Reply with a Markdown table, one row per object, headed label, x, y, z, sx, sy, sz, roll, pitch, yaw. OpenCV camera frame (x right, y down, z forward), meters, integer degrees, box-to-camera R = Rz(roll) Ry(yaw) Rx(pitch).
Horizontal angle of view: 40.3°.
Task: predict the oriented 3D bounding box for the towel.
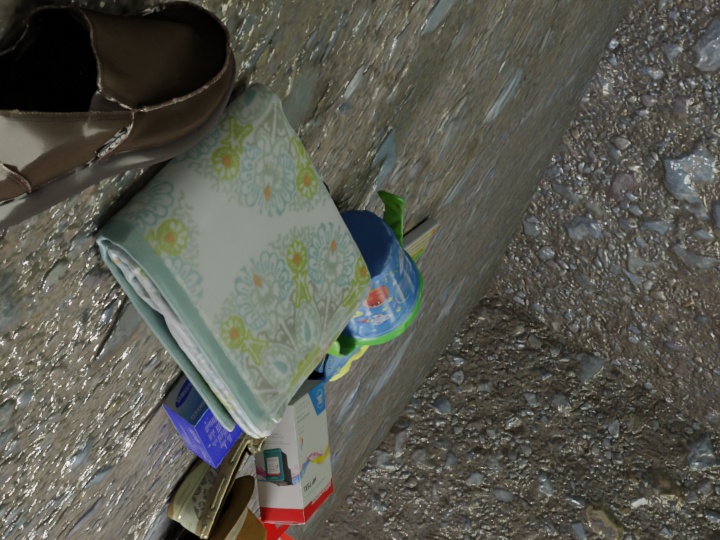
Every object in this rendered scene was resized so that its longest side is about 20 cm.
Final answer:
| label | x | y | z | sx | sy | sz | roll | pitch | yaw |
| --- | --- | --- | --- | --- | --- | --- | --- | --- | --- |
| towel | -0.079 | -0.003 | 0.706 | 0.172 | 0.048 | 0.201 | -53 | 129 | -34 |

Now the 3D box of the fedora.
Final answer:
| label | x | y | z | sx | sy | sz | roll | pitch | yaw |
| --- | --- | --- | --- | --- | --- | --- | --- | --- | --- |
| fedora | -0.180 | 0.360 | 1.252 | 0.201 | 0.082 | 0.201 | -48 | -169 | 12 |

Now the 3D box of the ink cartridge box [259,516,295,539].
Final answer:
| label | x | y | z | sx | sy | sz | roll | pitch | yaw |
| --- | --- | --- | --- | --- | --- | --- | --- | --- | --- |
| ink cartridge box | -0.174 | 0.594 | 1.856 | 0.202 | 0.161 | 0.050 | -62 | 170 | 19 |

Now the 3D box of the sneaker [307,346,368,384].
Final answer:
| label | x | y | z | sx | sy | sz | roll | pitch | yaw |
| --- | --- | --- | --- | --- | --- | --- | --- | --- | --- |
| sneaker | -0.025 | 0.095 | 1.387 | 0.105 | 0.075 | 0.202 | -40 | 160 | -56 |

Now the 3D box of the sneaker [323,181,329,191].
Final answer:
| label | x | y | z | sx | sy | sz | roll | pitch | yaw |
| --- | --- | --- | --- | --- | --- | --- | --- | --- | --- |
| sneaker | -0.070 | -0.019 | 0.833 | 0.200 | 0.090 | 0.077 | -47 | 163 | -50 |

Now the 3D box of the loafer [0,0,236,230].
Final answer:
| label | x | y | z | sx | sy | sz | roll | pitch | yaw |
| --- | --- | --- | --- | --- | --- | --- | --- | --- | --- |
| loafer | -0.121 | -0.087 | 0.457 | 0.200 | 0.073 | 0.071 | -47 | 166 | -47 |

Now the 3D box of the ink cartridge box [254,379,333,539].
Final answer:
| label | x | y | z | sx | sy | sz | roll | pitch | yaw |
| --- | --- | --- | --- | --- | --- | --- | --- | --- | --- |
| ink cartridge box | -0.089 | 0.259 | 1.316 | 0.116 | 0.066 | 0.203 | -29 | 115 | -69 |

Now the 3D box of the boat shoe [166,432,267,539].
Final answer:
| label | x | y | z | sx | sy | sz | roll | pitch | yaw |
| --- | --- | --- | --- | --- | --- | --- | --- | --- | --- |
| boat shoe | -0.155 | 0.229 | 1.201 | 0.201 | 0.062 | 0.073 | -56 | 169 | -14 |

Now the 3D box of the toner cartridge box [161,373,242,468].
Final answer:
| label | x | y | z | sx | sy | sz | roll | pitch | yaw |
| --- | --- | --- | --- | --- | --- | --- | --- | --- | --- |
| toner cartridge box | -0.150 | 0.139 | 1.030 | 0.095 | 0.043 | 0.201 | -55 | 169 | -20 |

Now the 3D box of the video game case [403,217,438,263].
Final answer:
| label | x | y | z | sx | sy | sz | roll | pitch | yaw |
| --- | --- | --- | --- | --- | --- | --- | --- | --- | --- |
| video game case | 0.056 | 0.012 | 1.662 | 0.184 | 0.023 | 0.200 | -63 | 167 | 25 |

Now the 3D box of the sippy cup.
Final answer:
| label | x | y | z | sx | sy | sz | roll | pitch | yaw |
| --- | --- | --- | --- | --- | --- | --- | --- | --- | --- |
| sippy cup | 0.000 | 0.000 | 1.128 | 0.138 | 0.180 | 0.131 | -14 | 153 | 2 |
